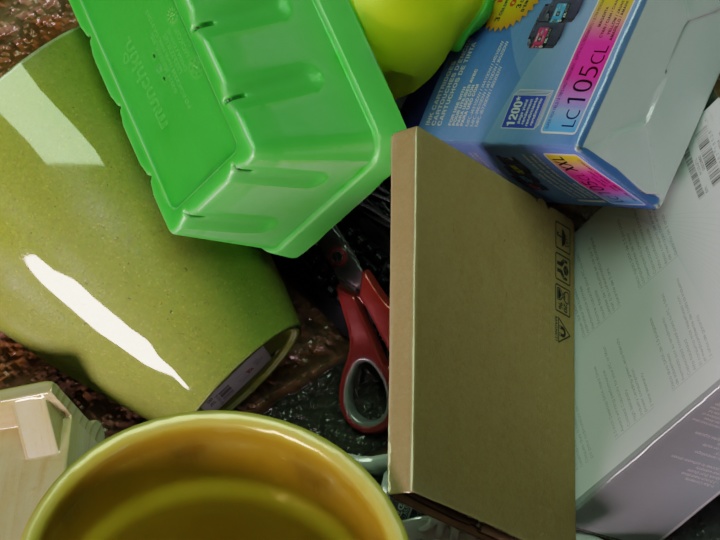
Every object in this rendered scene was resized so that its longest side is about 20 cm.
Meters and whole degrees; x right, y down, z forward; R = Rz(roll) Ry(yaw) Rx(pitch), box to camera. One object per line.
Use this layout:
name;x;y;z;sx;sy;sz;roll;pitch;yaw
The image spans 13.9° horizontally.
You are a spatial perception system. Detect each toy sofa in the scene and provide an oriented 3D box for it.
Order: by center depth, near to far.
toy sofa;-0.190;0.170;1.611;0.082;0.098;0.201;-12;53;21

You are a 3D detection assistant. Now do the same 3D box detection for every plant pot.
plant pot;-0.073;0.204;1.513;0.200;0.189;0.202;0;55;-1
plant pot;-0.134;-0.007;1.681;0.187;0.187;0.200;-39;79;-24

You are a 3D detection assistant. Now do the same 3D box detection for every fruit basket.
fruit basket;-0.032;-0.126;1.630;0.215;0.155;0.217;19;52;-27

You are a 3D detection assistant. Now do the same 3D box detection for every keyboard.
keyboard;-0.015;-0.020;1.719;0.200;0.104;0.040;43;31;24

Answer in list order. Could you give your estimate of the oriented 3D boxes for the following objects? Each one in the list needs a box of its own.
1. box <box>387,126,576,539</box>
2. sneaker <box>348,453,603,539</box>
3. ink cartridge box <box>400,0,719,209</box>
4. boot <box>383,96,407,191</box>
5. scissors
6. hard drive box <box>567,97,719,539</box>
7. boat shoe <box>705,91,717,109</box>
box;0.066;0.042;1.565;0.021;0.163;0.201;-12;66;33
sneaker;0.055;0.149;1.619;0.199;0.081;0.077;13;54;4
ink cartridge box;0.104;-0.111;1.654;0.200;0.076;0.137;4;65;54
boot;0.016;-0.048;1.765;0.173;0.069;0.201;4;71;19
scissors;0.000;0.000;1.690;0.073;0.014;0.201;-17;90;25
hard drive box;0.178;0.031;1.622;0.077;0.200;0.156;18;43;-36
boat shoe;0.172;-0.125;1.763;0.064;0.201;0.071;-32;19;-20
